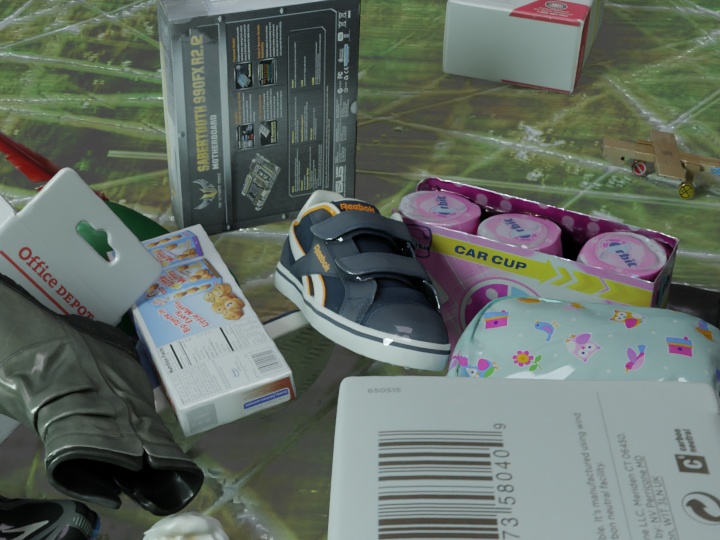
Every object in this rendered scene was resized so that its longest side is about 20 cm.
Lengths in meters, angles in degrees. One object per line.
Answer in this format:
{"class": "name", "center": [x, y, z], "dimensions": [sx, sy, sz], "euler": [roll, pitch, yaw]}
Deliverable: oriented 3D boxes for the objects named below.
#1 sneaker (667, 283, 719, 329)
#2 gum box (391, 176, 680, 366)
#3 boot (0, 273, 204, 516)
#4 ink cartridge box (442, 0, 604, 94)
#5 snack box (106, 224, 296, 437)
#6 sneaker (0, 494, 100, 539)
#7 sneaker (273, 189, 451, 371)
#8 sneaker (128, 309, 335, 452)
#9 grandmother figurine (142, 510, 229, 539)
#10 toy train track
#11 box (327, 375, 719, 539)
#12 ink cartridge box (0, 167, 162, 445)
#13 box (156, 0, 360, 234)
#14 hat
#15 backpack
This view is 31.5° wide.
{"class": "sneaker", "center": [0.299, 0.034, 0.905], "dimensions": [0.197, 0.083, 0.073], "euler": [14, 37, 22]}
{"class": "gum box", "center": [0.113, 0.016, 0.898], "dimensions": [0.197, 0.115, 0.066], "euler": [16, 35, 22]}
{"class": "boot", "center": [-0.178, 0.066, 0.694], "dimensions": [0.198, 0.068, 0.131], "euler": [21, 19, -40]}
{"class": "ink cartridge box", "center": [0.182, -0.277, 1.374], "dimensions": [0.143, 0.085, 0.201], "euler": [11, 35, 15]}
{"class": "snack box", "center": [-0.108, 0.032, 0.825], "dimensions": [0.071, 0.025, 0.200], "euler": [-18, 34, -15]}
{"class": "sneaker", "center": [-0.247, 0.144, 0.724], "dimensions": [0.196, 0.084, 0.071], "euler": [5, 33, 5]}
{"class": "sneaker", "center": [0.000, 0.000, 0.832], "dimensions": [0.077, 0.081, 0.200], "euler": [10, 12, -30]}
{"class": "sneaker", "center": [-0.108, 0.064, 0.856], "dimensions": [0.198, 0.076, 0.084], "euler": [-24, 44, -33]}
{"class": "grandmother figurine", "center": [-0.105, 0.201, 0.669], "dimensions": [0.120, 0.061, 0.201], "euler": [26, 28, -12]}
{"class": "toy train track", "center": [0.311, -0.082, 1.134], "dimensions": [0.197, 0.033, 0.115], "euler": [11, 27, 4]}
{"class": "box", "center": [0.082, 0.177, 0.598], "dimensions": [0.196, 0.174, 0.200], "euler": [2, 33, 0]}
{"class": "ink cartridge box", "center": [-0.233, 0.027, 0.795], "dimensions": [0.200, 0.116, 0.066], "euler": [-46, 45, -9]}
{"class": "box", "center": [-0.081, -0.133, 1.043], "dimensions": [0.156, 0.202, 0.049], "euler": [-11, 38, -16]}
{"class": "hat", "center": [-0.187, -0.044, 0.924], "dimensions": [0.197, 0.178, 0.166], "euler": [-9, 34, -15]}
{"class": "backpack", "center": [0.147, 0.094, 0.770], "dimensions": [0.197, 0.128, 0.168], "euler": [8, 37, 16]}
